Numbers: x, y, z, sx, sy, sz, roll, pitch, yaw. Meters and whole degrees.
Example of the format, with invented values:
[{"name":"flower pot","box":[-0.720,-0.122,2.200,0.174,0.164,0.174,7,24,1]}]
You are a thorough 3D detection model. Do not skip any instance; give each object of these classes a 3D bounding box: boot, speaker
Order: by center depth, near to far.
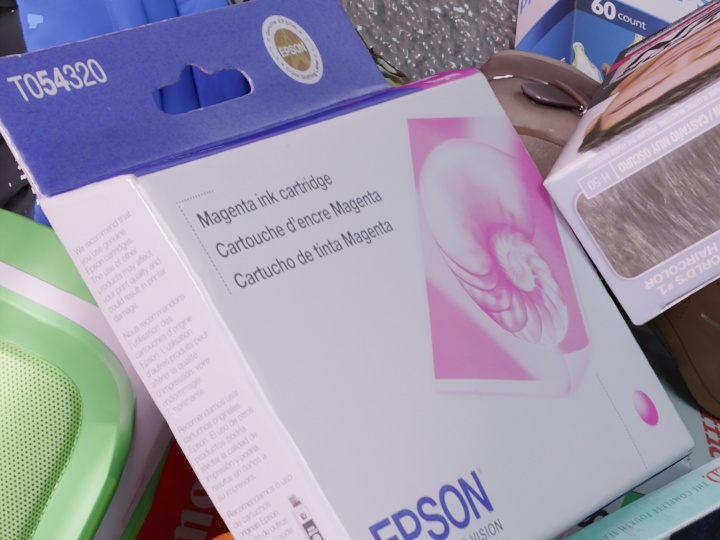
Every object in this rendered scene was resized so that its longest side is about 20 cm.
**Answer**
[{"name":"speaker","box":[-0.120,0.086,0.834,0.088,0.088,0.200,27,84,-17]},{"name":"boot","box":[0.131,-0.019,1.139,0.200,0.070,0.146,23,34,-23]}]

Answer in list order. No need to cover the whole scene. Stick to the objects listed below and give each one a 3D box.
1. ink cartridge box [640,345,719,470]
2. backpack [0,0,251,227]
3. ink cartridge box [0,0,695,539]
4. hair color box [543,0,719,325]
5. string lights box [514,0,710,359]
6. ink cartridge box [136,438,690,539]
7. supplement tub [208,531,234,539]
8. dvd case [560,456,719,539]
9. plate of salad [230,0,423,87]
[{"name":"ink cartridge box","box":[0.052,0.079,1.079,0.200,0.083,0.145,24,32,-20]},{"name":"backpack","box":[-0.111,-0.035,0.986,0.168,0.200,0.163,-3,64,-34]},{"name":"ink cartridge box","box":[0.000,0.000,0.855,0.196,0.043,0.200,-23,82,-56]},{"name":"hair color box","box":[0.134,-0.056,0.995,0.061,0.099,0.200,57,19,-8]},{"name":"string lights box","box":[0.118,-0.040,1.235,0.103,0.059,0.200,21,53,-19]},{"name":"ink cartridge box","box":[-0.006,0.106,0.949,0.200,0.161,0.050,15,14,-28]},{"name":"supplement tub","box":[-0.008,0.183,0.847,0.122,0.123,0.200,9,52,-29]},{"name":"dvd case","box":[0.088,0.156,0.950,0.022,0.200,0.146,32,31,29]},{"name":"plate of salad","box":[0.020,-0.038,1.019,0.200,0.048,0.200,50,7,-9]}]
